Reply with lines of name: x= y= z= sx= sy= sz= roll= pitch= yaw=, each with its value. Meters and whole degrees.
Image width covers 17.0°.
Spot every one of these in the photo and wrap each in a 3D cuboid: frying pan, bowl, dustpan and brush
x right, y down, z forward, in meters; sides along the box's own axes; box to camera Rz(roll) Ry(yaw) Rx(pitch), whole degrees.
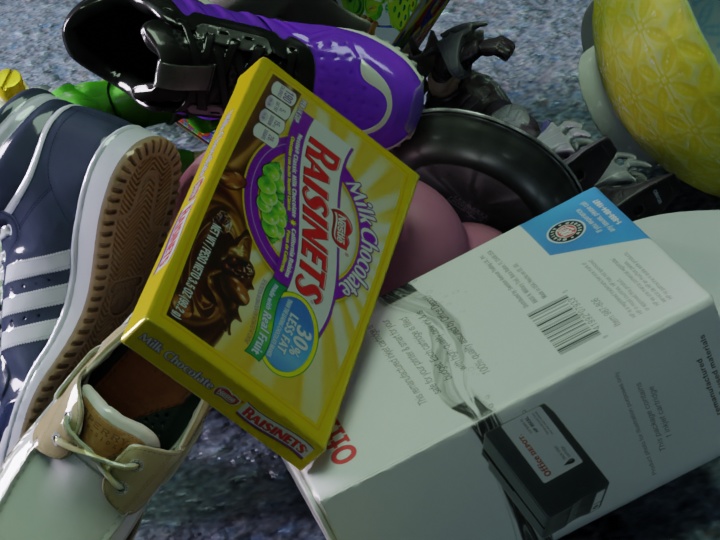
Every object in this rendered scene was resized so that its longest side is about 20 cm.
frying pan: x=0.036 y=-0.040 z=1.308 sx=0.190 sy=0.115 sz=0.031 roll=-8 pitch=46 yaw=43
bowl: x=0.192 y=-0.116 z=1.387 sx=0.108 sy=0.200 sz=0.200 roll=-29 pitch=16 yaw=30
dustpan and brush: x=0.140 y=0.011 z=1.281 sx=0.200 sy=0.057 sz=0.140 roll=18 pitch=45 yaw=33

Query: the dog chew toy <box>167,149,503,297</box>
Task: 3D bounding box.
dog chew toy: x=0.000 y=0.000 z=1.242 sx=0.200 sy=0.125 sz=0.125 roll=14 pitch=19 yaw=-21

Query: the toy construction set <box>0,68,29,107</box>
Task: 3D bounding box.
toy construction set: x=-0.296 y=-0.049 z=1.503 sx=0.200 sy=0.092 sz=0.131 roll=-16 pitch=52 yaw=9

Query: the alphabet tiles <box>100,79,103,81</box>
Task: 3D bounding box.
alphabet tiles: x=-0.150 y=-0.103 z=1.480 sx=0.200 sy=0.008 sz=0.167 roll=-52 pitch=-2 yaw=-6

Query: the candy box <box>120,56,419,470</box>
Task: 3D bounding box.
candy box: x=-0.037 y=-0.008 z=1.109 sx=0.026 sy=0.102 sz=0.200 roll=-38 pitch=21 yaw=37

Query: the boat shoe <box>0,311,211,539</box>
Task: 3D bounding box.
boat shoe: x=-0.117 y=0.075 z=1.116 sx=0.075 sy=0.068 sz=0.200 roll=31 pitch=79 yaw=3

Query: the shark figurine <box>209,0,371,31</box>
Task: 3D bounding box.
shark figurine: x=-0.044 y=-0.199 z=1.307 sx=0.128 sy=0.215 sz=0.090 roll=21 pitch=20 yaw=5

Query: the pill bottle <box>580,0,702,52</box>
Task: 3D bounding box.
pill bottle: x=0.232 y=-0.180 z=1.547 sx=0.112 sy=0.112 sz=0.200 roll=12 pitch=34 yaw=39

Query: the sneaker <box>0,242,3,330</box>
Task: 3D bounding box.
sneaker: x=-0.193 y=0.029 z=1.346 sx=0.075 sy=0.081 sz=0.200 roll=14 pitch=36 yaw=-25

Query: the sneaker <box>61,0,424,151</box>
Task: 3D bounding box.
sneaker: x=-0.069 y=-0.102 z=1.254 sx=0.200 sy=0.070 sz=0.100 roll=17 pitch=15 yaw=20

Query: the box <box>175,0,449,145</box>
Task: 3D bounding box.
box: x=-0.019 y=-0.172 z=1.459 sx=0.122 sy=0.193 sz=0.200 roll=35 pitch=19 yaw=2

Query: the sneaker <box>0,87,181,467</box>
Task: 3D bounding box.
sneaker: x=-0.166 y=0.005 z=1.227 sx=0.108 sy=0.200 sz=0.070 roll=29 pitch=19 yaw=29

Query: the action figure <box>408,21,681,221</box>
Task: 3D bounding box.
action figure: x=0.093 y=-0.078 z=1.389 sx=0.069 sy=0.130 sz=0.200 roll=-47 pitch=37 yaw=-2

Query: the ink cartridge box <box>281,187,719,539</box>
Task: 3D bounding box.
ink cartridge box: x=0.061 y=0.061 z=1.123 sx=0.200 sy=0.084 sz=0.145 roll=-26 pitch=28 yaw=-5

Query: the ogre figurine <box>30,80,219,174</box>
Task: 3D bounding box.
ogre figurine: x=-0.126 y=-0.030 z=1.315 sx=0.120 sy=0.200 sz=0.098 roll=7 pitch=-7 yaw=-14
